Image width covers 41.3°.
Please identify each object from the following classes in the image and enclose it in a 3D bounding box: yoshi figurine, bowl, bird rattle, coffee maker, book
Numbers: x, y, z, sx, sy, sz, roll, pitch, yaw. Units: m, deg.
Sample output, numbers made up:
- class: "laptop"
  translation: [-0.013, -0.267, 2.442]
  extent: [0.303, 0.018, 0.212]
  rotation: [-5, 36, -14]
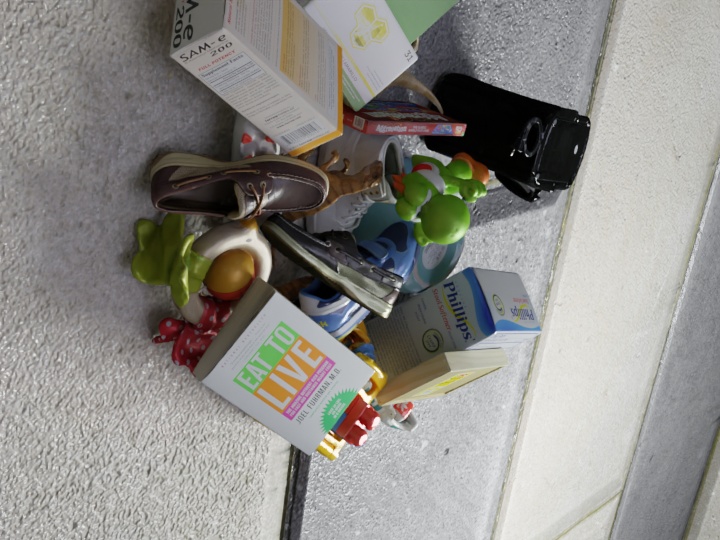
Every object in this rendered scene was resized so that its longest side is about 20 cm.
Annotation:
- class: "yoshi figurine"
  translation: [0.106, -0.082, 1.193]
  extent: [0.200, 0.110, 0.114]
  rotation: [-34, 126, -64]
- class: "bowl"
  translation: [0.077, -0.049, 1.360]
  extent: [0.200, 0.104, 0.203]
  rotation: [-29, 131, -39]
- class: "bird rattle"
  translation: [-0.166, 0.022, 1.086]
  extent: [0.162, 0.112, 0.202]
  rotation: [-33, 132, -20]
- class: "coffee maker"
  translation: [0.194, -0.203, 1.329]
  extent: [0.136, 0.198, 0.192]
  rotation: [-61, 145, -6]
- class: "book"
  translation: [-0.087, 0.118, 1.127]
  extent: [0.134, 0.048, 0.200]
  rotation: [-53, 129, -5]

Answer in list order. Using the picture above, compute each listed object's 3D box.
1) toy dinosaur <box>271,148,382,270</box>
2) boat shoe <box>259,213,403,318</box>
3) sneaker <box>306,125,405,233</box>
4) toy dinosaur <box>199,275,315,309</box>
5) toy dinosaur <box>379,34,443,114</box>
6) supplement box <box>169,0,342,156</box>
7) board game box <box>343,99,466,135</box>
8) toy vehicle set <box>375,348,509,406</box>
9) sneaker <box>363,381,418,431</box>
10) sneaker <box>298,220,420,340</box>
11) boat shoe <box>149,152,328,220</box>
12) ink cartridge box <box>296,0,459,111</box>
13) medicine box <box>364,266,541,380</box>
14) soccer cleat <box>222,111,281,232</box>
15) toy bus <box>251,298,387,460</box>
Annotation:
- class: "toy dinosaur"
  translation: [-0.067, -0.090, 1.170]
  extent: [0.199, 0.107, 0.060]
  rotation: [-30, 173, 25]
- class: "boat shoe"
  translation: [-0.030, -0.017, 1.136]
  extent: [0.200, 0.072, 0.067]
  rotation: [36, 82, -26]
- class: "sneaker"
  translation: [-0.003, -0.089, 1.229]
  extent: [0.073, 0.115, 0.203]
  rotation: [-21, 128, -46]
- class: "toy dinosaur"
  translation: [-0.135, 0.051, 1.218]
  extent: [0.198, 0.060, 0.108]
  rotation: [-12, 99, -39]
- class: "toy dinosaur"
  translation: [0.033, -0.265, 1.225]
  extent: [0.198, 0.058, 0.102]
  rotation: [4, 118, -37]
- class: "supplement box"
  translation: [-0.102, -0.229, 0.998]
  extent: [0.200, 0.073, 0.128]
  rotation: [37, 43, -46]
- class: "board game box"
  translation: [0.039, -0.197, 1.225]
  extent: [0.198, 0.102, 0.020]
  rotation: [-8, 121, -48]
- class: "toy vehicle set"
  translation: [0.118, 0.150, 1.353]
  extent: [0.123, 0.027, 0.199]
  rotation: [-30, 163, 27]
- class: "sneaker"
  translation: [0.039, 0.177, 1.454]
  extent: [0.070, 0.093, 0.201]
  rotation: [-47, 140, -21]
- class: "sneaker"
  translation: [0.000, 0.000, 1.224]
  extent: [0.200, 0.074, 0.083]
  rotation: [-46, 128, -17]
- class: "boat shoe"
  translation: [-0.129, -0.081, 1.037]
  extent: [0.197, 0.073, 0.073]
  rotation: [5, 131, -15]
- class: "ink cartridge box"
  translation: [0.025, -0.310, 1.130]
  extent: [0.199, 0.048, 0.146]
  rotation: [-41, 125, -5]
- class: "medicine box"
  translation: [0.137, 0.085, 1.411]
  extent: [0.199, 0.104, 0.181]
  rotation: [-30, 163, 26]
- class: "soccer cleat"
  translation: [-0.124, -0.108, 1.117]
  extent: [0.068, 0.078, 0.202]
  rotation: [1, 131, -12]
- class: "toy bus"
  translation: [-0.034, 0.148, 1.270]
  extent: [0.201, 0.191, 0.136]
  rotation: [-56, 141, -13]
